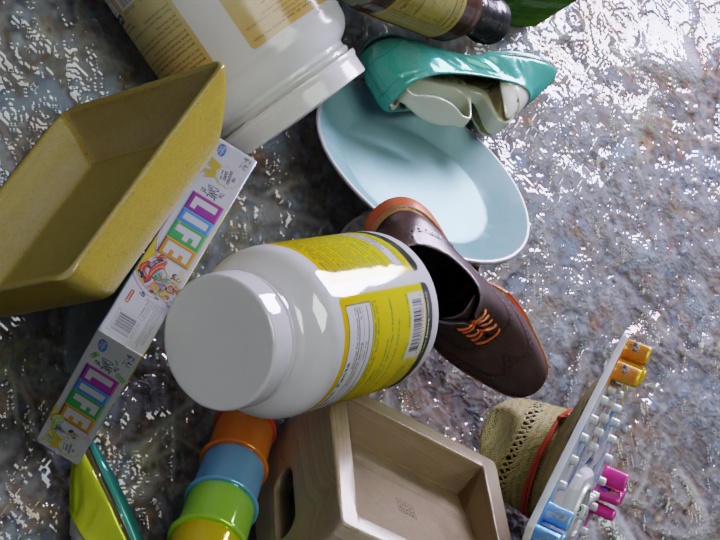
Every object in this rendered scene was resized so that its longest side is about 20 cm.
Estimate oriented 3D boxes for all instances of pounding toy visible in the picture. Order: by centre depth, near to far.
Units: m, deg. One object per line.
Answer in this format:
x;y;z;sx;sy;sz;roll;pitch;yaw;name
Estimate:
-0.005;0.207;1.267;0.183;0.142;0.201;28;28;-22;pounding toy

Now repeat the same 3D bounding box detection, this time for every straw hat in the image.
0.134;0.145;1.417;0.084;0.202;0.202;20;56;17;straw hat

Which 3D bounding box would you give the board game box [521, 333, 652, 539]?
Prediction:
0.164;0.181;1.359;0.026;0.201;0.201;19;51;17;board game box

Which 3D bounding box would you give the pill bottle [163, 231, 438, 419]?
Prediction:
-0.039;0.036;1.200;0.199;0.112;0.114;-9;78;-60;pill bottle

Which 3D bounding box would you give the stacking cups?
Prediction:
-0.096;0.150;1.257;0.060;0.060;0.201;37;32;-17;stacking cups

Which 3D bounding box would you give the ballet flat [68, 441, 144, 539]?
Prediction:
-0.159;0.216;1.228;0.067;0.067;0.201;-31;94;-7;ballet flat

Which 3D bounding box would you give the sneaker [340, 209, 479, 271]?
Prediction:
0.000;0.000;1.398;0.199;0.075;0.082;-18;75;-42;sneaker

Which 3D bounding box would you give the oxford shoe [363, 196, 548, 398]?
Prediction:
0.075;0.035;1.340;0.071;0.073;0.200;-42;117;8;oxford shoe

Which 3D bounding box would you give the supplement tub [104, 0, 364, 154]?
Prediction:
-0.101;-0.196;1.345;0.144;0.144;0.201;-38;97;-35;supplement tub

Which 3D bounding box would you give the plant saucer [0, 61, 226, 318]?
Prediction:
-0.184;-0.041;1.215;0.049;0.199;0.201;49;55;-26;plant saucer

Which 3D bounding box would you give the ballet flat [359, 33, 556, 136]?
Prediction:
0.085;-0.144;1.489;0.198;0.067;0.071;4;59;-36;ballet flat

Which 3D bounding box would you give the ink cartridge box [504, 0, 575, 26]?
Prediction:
0.099;-0.320;1.557;0.146;0.076;0.202;0;76;-33;ink cartridge box

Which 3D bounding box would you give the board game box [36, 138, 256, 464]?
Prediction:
-0.143;0.019;1.227;0.034;0.135;0.201;31;46;-5;board game box

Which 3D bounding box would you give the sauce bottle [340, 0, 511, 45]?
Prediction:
0.052;-0.214;1.414;0.199;0.064;0.065;10;67;-58;sauce bottle

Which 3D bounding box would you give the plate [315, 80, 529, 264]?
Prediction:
0.046;-0.073;1.436;0.199;0.026;0.201;25;34;-18;plate
